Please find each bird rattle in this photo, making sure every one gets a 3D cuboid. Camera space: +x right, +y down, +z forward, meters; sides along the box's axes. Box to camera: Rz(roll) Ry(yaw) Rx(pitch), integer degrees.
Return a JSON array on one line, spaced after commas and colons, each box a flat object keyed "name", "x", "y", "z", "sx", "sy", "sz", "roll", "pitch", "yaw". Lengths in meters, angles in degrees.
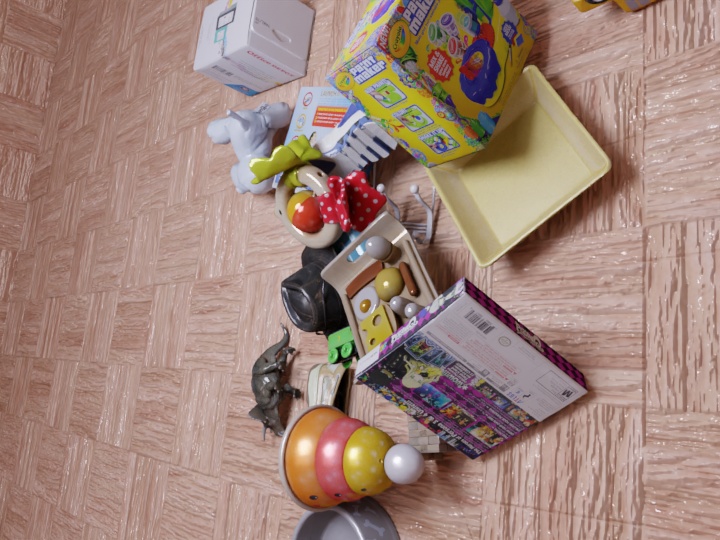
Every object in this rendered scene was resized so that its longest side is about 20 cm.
[{"name": "bird rattle", "x": -0.063, "y": -0.105, "z": 0.926, "sx": 0.200, "sy": 0.113, "sz": 0.163, "roll": 34, "pitch": 137, "yaw": 11}]

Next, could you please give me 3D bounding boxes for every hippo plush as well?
[{"name": "hippo plush", "x": -0.192, "y": -0.234, "z": 1.221, "sx": 0.200, "sy": 0.159, "sz": 0.161, "roll": 7, "pitch": 115, "yaw": 62}]

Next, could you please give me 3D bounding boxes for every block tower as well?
[{"name": "block tower", "x": 0.096, "y": 0.152, "z": 0.845, "sx": 0.058, "sy": 0.054, "sz": 0.200, "roll": -19, "pitch": 66, "yaw": 43}]

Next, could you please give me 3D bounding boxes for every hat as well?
[{"name": "hat", "x": -0.078, "y": 0.044, "z": 0.992, "sx": 0.201, "sy": 0.081, "sz": 0.201, "roll": 42, "pitch": 140, "yaw": 50}]

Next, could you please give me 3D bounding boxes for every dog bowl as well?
[{"name": "dog bowl", "x": -0.029, "y": 0.425, "z": 0.898, "sx": 0.200, "sy": 0.059, "sz": 0.201, "roll": -16, "pitch": 67, "yaw": 43}]

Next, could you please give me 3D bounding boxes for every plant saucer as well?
[{"name": "plant saucer", "x": 0.201, "y": -0.130, "z": 0.813, "sx": 0.200, "sy": 0.048, "sz": 0.200, "roll": -42, "pitch": 53, "yaw": 27}]

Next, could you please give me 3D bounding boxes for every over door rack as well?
[{"name": "over door rack", "x": 0.056, "y": -0.145, "z": 0.961, "sx": 0.148, "sy": 0.067, "sz": 0.200, "roll": 9, "pitch": 86, "yaw": 46}]

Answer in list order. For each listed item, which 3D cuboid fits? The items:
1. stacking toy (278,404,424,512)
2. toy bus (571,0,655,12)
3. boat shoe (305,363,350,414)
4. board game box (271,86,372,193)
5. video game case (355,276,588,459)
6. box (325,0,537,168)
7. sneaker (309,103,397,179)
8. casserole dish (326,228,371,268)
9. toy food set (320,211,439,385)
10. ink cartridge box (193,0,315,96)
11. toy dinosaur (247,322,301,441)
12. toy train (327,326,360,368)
[{"name": "stacking toy", "x": 0.000, "y": 0.251, "z": 0.827, "sx": 0.200, "sy": 0.146, "sz": 0.146, "roll": -13, "pitch": 70, "yaw": 45}, {"name": "toy bus", "x": 0.344, "y": -0.358, "z": 0.708, "sx": 0.200, "sy": 0.078, "sz": 0.065, "roll": -13, "pitch": 71, "yaw": 44}, {"name": "boat shoe", "x": -0.045, "y": 0.242, "z": 0.963, "sx": 0.076, "sy": 0.072, "sz": 0.201, "roll": -8, "pitch": 75, "yaw": 28}, {"name": "board game box", "x": -0.056, "y": -0.221, "z": 1.106, "sx": 0.200, "sy": 0.056, "sz": 0.196, "roll": 20, "pitch": 93, "yaw": 47}, {"name": "video game case", "x": 0.126, "y": 0.123, "z": 0.728, "sx": 0.181, "sy": 0.200, "sz": 0.036, "roll": -43, "pitch": 19, "yaw": 30}, {"name": "box", "x": 0.095, "y": -0.278, "z": 0.808, "sx": 0.122, "sy": 0.192, "sz": 0.200, "roll": -8, "pitch": 52, "yaw": 58}, {"name": "sneaker", "x": -0.010, "y": -0.209, "z": 0.977, "sx": 0.199, "sy": 0.081, "sz": 0.115, "roll": -22, "pitch": 39, "yaw": 41}, {"name": "casserole dish", "x": 0.000, "y": 0.000, "z": 0.957, "sx": 0.200, "sy": 0.039, "sz": 0.121, "roll": 63, "pitch": 147, "yaw": 26}, {"name": "toy food set", "x": 0.019, "y": 0.033, "z": 0.822, "sx": 0.143, "sy": 0.060, "sz": 0.200, "roll": -42, "pitch": 42, "yaw": 23}, {"name": "ink cartridge box", "x": -0.217, "y": -0.469, "z": 1.277, "sx": 0.200, "sy": 0.147, "sz": 0.146, "roll": 0, "pitch": 78, "yaw": 45}, {"name": "toy dinosaur", "x": -0.159, "y": 0.187, "z": 1.088, "sx": 0.102, "sy": 0.077, "sz": 0.200, "roll": -23, "pitch": 66, "yaw": 33}, {"name": "toy train", "x": 0.026, "y": 0.085, "z": 0.871, "sx": 0.200, "sy": 0.042, "sz": 0.057, "roll": -28, "pitch": 49, "yaw": 38}]
